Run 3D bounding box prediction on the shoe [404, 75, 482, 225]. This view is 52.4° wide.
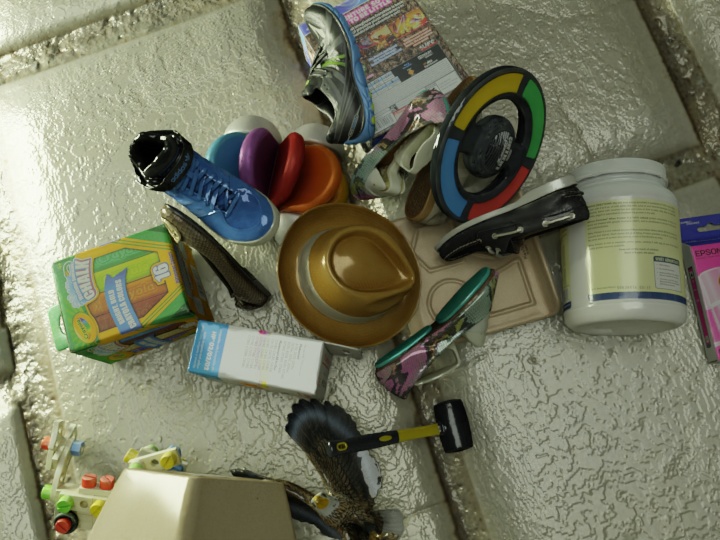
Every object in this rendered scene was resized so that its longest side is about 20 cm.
[{"bbox_3d":[0.118,-0.152,0.951,0.053,0.070,0.200,17,102,-26],"label":"shoe"}]

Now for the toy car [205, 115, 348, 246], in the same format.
[{"bbox_3d":[-0.117,-0.126,0.966,0.200,0.150,0.175,9,78,5],"label":"toy car"}]

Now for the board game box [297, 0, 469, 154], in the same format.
[{"bbox_3d":[0.034,-0.278,1.021,0.159,0.097,0.200,-30,77,-4],"label":"board game box"}]

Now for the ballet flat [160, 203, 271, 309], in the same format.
[{"bbox_3d":[-0.189,-0.011,0.936,0.046,0.200,0.067,-45,40,-4],"label":"ballet flat"}]

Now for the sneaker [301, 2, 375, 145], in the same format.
[{"bbox_3d":[-0.040,-0.253,0.933,0.083,0.071,0.200,-15,79,-6],"label":"sneaker"}]

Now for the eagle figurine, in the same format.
[{"bbox_3d":[-0.041,0.272,0.882,0.152,0.151,0.200,-24,53,-31],"label":"eagle figurine"}]

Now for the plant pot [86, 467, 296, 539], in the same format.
[{"bbox_3d":[-0.185,0.315,0.806,0.200,0.200,0.177,-8,69,39],"label":"plant pot"}]

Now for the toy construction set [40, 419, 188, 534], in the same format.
[{"bbox_3d":[-0.320,0.261,0.915,0.200,0.092,0.131,11,102,13],"label":"toy construction set"}]

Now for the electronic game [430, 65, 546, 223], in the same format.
[{"bbox_3d":[0.160,-0.152,0.902,0.042,0.200,0.200,33,79,39],"label":"electronic game"}]

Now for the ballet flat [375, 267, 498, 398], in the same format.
[{"bbox_3d":[0.109,0.084,0.918,0.200,0.069,0.071,-42,95,2],"label":"ballet flat"}]

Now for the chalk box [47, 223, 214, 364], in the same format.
[{"bbox_3d":[-0.313,0.041,0.950,0.200,0.124,0.125,-20,76,-2],"label":"chalk box"}]

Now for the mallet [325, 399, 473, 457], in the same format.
[{"bbox_3d":[0.049,0.193,0.897,0.200,0.041,0.066,4,68,-26],"label":"mallet"}]

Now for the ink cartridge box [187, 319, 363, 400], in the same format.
[{"bbox_3d":[-0.102,0.119,0.924,0.200,0.115,0.068,9,78,5],"label":"ink cartridge box"}]

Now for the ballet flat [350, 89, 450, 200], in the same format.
[{"bbox_3d":[0.051,-0.144,0.949,0.069,0.200,0.071,10,47,-35],"label":"ballet flat"}]

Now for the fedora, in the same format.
[{"bbox_3d":[0.000,0.000,0.903,0.200,0.082,0.201,5,79,-24],"label":"fedora"}]

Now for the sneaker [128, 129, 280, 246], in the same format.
[{"bbox_3d":[-0.191,-0.100,0.857,0.200,0.111,0.077,36,91,24],"label":"sneaker"}]

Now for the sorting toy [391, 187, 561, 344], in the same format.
[{"bbox_3d":[0.146,-0.002,0.985,0.200,0.036,0.185,-17,76,4],"label":"sorting toy"}]

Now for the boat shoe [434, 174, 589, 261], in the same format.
[{"bbox_3d":[0.186,-0.049,0.911,0.200,0.074,0.060,-26,80,24],"label":"boat shoe"}]

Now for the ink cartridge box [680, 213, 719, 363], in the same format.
[{"bbox_3d":[0.485,0.017,0.960,0.094,0.037,0.200,-8,74,1],"label":"ink cartridge box"}]

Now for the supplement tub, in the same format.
[{"bbox_3d":[0.327,-0.026,0.921,0.145,0.145,0.200,1,77,3],"label":"supplement tub"}]
